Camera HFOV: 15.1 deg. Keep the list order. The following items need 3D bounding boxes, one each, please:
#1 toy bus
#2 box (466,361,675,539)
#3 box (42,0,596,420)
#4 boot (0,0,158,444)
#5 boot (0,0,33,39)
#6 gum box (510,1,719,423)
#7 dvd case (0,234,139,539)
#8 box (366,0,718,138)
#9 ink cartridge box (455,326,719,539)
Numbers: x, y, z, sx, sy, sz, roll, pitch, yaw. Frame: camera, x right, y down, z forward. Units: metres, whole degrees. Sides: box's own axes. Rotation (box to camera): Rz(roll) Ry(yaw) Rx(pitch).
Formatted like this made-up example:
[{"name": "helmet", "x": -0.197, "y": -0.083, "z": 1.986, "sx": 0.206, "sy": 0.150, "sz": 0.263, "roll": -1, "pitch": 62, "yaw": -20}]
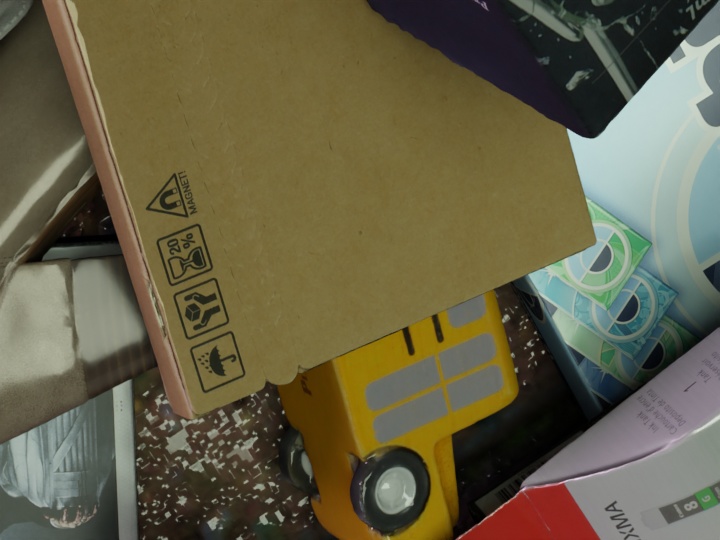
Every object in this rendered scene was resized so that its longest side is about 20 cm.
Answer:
[{"name": "toy bus", "x": 0.000, "y": 0.000, "z": 0.962, "sx": 0.078, "sy": 0.065, "sz": 0.201, "roll": -24, "pitch": 110, "yaw": -24}, {"name": "box", "x": 0.143, "y": 0.126, "z": 1.026, "sx": 0.142, "sy": 0.036, "sz": 0.201, "roll": -33, "pitch": 118, "yaw": -6}, {"name": "box", "x": -0.016, "y": -0.074, "z": 0.888, "sx": 0.163, "sy": 0.021, "sz": 0.201, "roll": -22, "pitch": 105, "yaw": -22}, {"name": "boot", "x": -0.148, "y": -0.033, "z": 0.927, "sx": 0.145, "sy": 0.070, "sz": 0.202, "roll": -8, "pitch": 74, "yaw": -3}, {"name": "boot", "x": -0.169, "y": -0.024, "z": 0.869, "sx": 0.199, "sy": 0.074, "sz": 0.096, "roll": -35, "pitch": 77, "yaw": 3}, {"name": "gum box", "x": 0.138, "y": -0.054, "z": 1.015, "sx": 0.199, "sy": 0.045, "sz": 0.171, "roll": -31, "pitch": 105, "yaw": -6}, {"name": "dvd case", "x": -0.154, "y": 0.091, "z": 0.979, "sx": 0.149, "sy": 0.025, "sz": 0.202, "roll": -4, "pitch": 99, "yaw": -12}, {"name": "box", "x": 0.056, "y": -0.185, "z": 0.786, "sx": 0.200, "sy": 0.124, "sz": 0.197, "roll": -48, "pitch": 138, "yaw": -6}, {"name": "ink cartridge box", "x": 0.125, "y": 0.120, "z": 0.969, "sx": 0.200, "sy": 0.050, "sz": 0.161, "roll": -38, "pitch": 119, "yaw": -6}]
